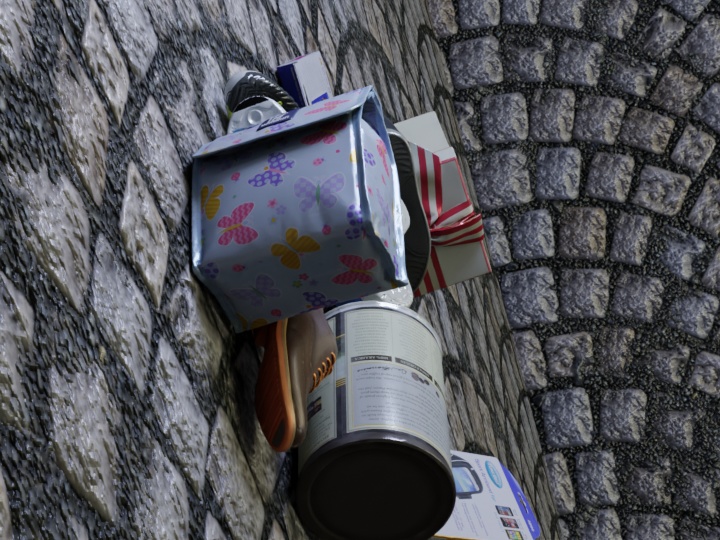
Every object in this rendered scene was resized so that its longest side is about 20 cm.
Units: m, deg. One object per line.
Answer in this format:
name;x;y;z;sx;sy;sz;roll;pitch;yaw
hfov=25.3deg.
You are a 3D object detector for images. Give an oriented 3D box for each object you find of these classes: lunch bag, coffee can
lunch bag;-0.058;-0.069;1.411;0.127;0.169;0.200;61;20;-46
coffee can;0.012;0.146;1.527;0.200;0.146;0.147;-91;162;-53

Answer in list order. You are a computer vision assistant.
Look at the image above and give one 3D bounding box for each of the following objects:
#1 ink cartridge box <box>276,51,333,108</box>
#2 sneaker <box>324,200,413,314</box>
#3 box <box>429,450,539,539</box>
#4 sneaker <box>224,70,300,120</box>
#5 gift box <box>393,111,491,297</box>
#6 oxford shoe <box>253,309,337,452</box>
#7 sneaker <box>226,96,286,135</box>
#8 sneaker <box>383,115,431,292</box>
ink cartridge box;-0.064;-0.210;1.944;0.200;0.037;0.095;-65;140;-78
sneaker;-0.001;0.000;1.671;0.077;0.111;0.200;19;39;-25
box;0.099;0.244;1.683;0.200;0.041;0.119;16;39;-39
sneaker;-0.094;-0.142;1.653;0.076;0.075;0.200;41;-6;36
gift box;0.041;-0.078;1.939;0.187;0.184;0.200;-105;171;-62
oxford shoe;-0.052;0.080;1.425;0.200;0.073;0.071;-94;-157;-45
sneaker;-0.076;-0.070;1.598;0.146;0.080;0.201;-28;99;-88
sneaker;0.038;-0.074;1.807;0.106;0.075;0.201;-94;-179;-70
